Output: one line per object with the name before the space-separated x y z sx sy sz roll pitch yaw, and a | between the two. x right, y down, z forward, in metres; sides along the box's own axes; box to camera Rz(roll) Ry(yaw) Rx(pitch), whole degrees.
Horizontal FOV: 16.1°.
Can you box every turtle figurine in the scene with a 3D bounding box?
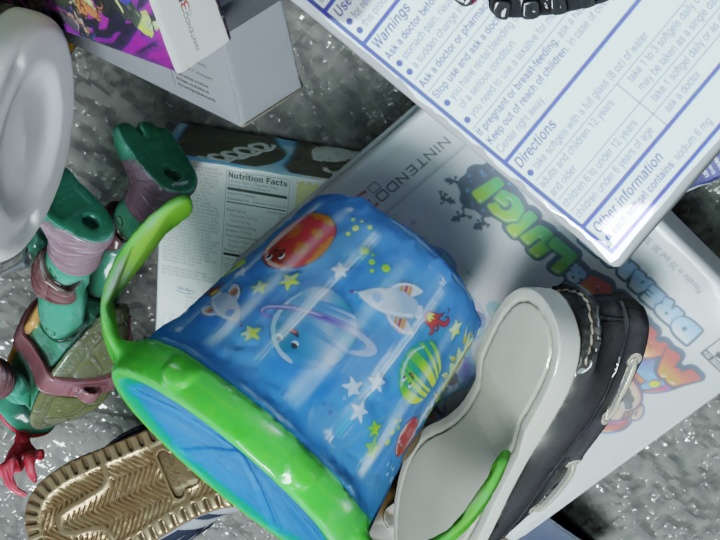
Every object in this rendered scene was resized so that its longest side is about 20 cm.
turtle figurine | -0.153 0.022 1.233 0.101 0.150 0.200 32 130 -3

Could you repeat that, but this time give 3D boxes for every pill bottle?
pill bottle | -0.235 -0.076 1.108 0.200 0.111 0.112 12 124 13

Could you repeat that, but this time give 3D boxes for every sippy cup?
sippy cup | -0.020 0.041 1.142 0.178 0.130 0.140 48 164 -26

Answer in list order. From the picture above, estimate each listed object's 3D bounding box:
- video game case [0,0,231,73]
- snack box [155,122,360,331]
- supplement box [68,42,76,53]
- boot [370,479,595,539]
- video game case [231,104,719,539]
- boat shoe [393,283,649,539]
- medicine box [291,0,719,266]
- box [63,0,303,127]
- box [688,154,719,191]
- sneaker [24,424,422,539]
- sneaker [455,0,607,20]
video game case | -0.150 -0.186 1.075 0.200 0.036 0.182 23 141 45
snack box | 0.000 0.000 1.252 0.200 0.037 0.116 10 122 7
supplement box | -0.251 -0.111 1.213 0.200 0.086 0.110 32 124 -7
boot | 0.032 0.117 1.317 0.200 0.075 0.097 45 97 -6
video game case | 0.068 0.015 1.209 0.200 0.024 0.182 43 119 -13
boat shoe | 0.072 0.081 1.197 0.060 0.074 0.200 -2 135 -29
medicine box | 0.094 -0.140 1.063 0.200 0.103 0.182 40 110 2
box | -0.106 -0.175 1.104 0.156 0.041 0.200 28 142 40
box | 0.188 -0.115 1.137 0.200 0.032 0.121 -22 113 23
sneaker | -0.060 0.093 1.260 0.200 0.108 0.070 -19 86 9
sneaker | 0.124 -0.148 0.964 0.199 0.075 0.081 -2 121 1
